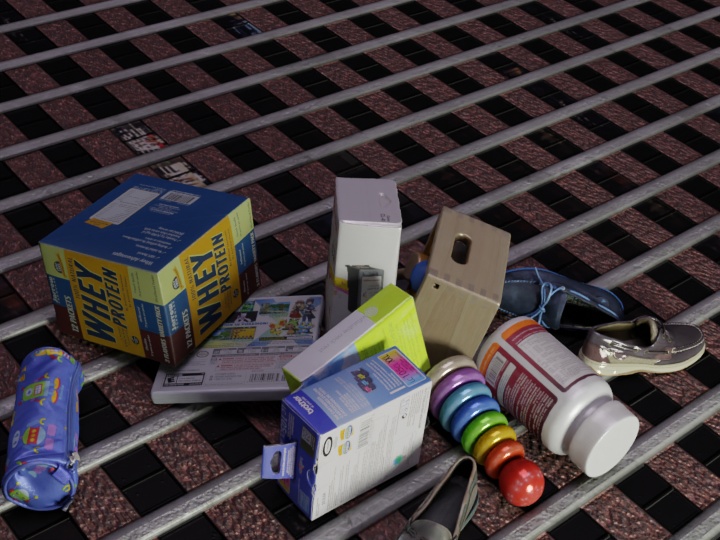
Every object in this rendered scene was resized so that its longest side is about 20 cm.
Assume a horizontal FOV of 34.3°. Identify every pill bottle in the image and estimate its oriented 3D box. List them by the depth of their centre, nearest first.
[{"bbox_3d":[0.241,0.155,1.441,0.108,0.111,0.200,-20,46,-32],"label":"pill bottle"}]

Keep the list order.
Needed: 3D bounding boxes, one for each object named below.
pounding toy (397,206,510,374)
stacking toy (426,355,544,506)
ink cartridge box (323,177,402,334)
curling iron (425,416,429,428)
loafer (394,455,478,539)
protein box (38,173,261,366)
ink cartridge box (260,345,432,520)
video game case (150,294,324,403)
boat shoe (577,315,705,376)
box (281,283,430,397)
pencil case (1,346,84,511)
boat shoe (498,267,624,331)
[{"bbox_3d":[0.097,0.025,1.545,0.140,0.186,0.201,21,38,-3],"label":"pounding toy"},{"bbox_3d":[0.153,0.197,1.401,0.084,0.086,0.201,-15,47,-28],"label":"stacking toy"},{"bbox_3d":[0.000,0.000,1.506,0.084,0.203,0.148,2,27,-5],"label":"ink cartridge box"},{"bbox_3d":[0.013,0.152,1.474,0.199,0.026,0.049,33,18,36],"label":"curling iron"},{"bbox_3d":[0.080,0.282,1.286,0.071,0.064,0.200,20,39,15],"label":"loafer"},{"bbox_3d":[-0.266,-0.008,1.503,0.196,0.137,0.200,13,36,27],"label":"protein box"},{"bbox_3d":[-0.020,0.190,1.325,0.198,0.138,0.076,-23,45,-35],"label":"ink cartridge box"},{"bbox_3d":[-0.151,0.098,1.479,0.196,0.022,0.184,-3,37,8],"label":"video game case"},{"bbox_3d":[0.389,0.096,1.583,0.196,0.066,0.072,-6,38,-19],"label":"boat shoe"},{"bbox_3d":[-0.010,0.123,1.393,0.199,0.123,0.047,-36,43,-22],"label":"box"},{"bbox_3d":[-0.355,0.177,1.324,0.086,0.079,0.202,-22,39,9],"label":"pencil case"},{"bbox_3d":[0.273,0.042,1.614,0.196,0.086,0.069,4,26,-2],"label":"boat shoe"}]
